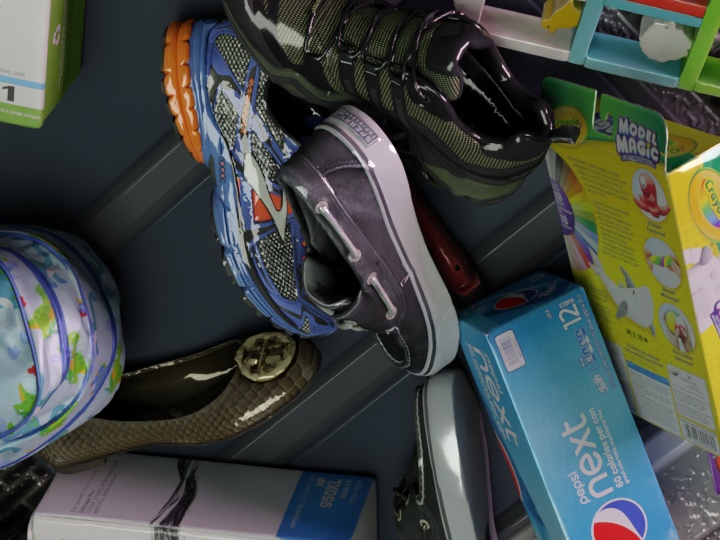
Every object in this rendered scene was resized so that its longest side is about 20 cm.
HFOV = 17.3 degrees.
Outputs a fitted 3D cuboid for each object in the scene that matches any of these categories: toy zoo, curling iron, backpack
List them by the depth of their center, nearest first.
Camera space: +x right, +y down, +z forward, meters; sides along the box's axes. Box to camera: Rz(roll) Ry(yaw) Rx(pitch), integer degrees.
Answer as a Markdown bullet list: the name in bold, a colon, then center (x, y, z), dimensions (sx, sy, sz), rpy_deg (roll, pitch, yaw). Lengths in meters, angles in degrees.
- **toy zoo**: center (0.125, -0.147, 1.210), dimensions (0.198, 0.021, 0.131), rpy_deg (13, 151, 0)
- **curling iron**: center (0.063, -0.002, 1.343), dimensions (0.049, 0.026, 0.201), rpy_deg (-18, 113, 18)
- **backpack**: center (-0.234, 0.049, 1.375), dimensions (0.198, 0.154, 0.164), rpy_deg (-12, 83, 4)

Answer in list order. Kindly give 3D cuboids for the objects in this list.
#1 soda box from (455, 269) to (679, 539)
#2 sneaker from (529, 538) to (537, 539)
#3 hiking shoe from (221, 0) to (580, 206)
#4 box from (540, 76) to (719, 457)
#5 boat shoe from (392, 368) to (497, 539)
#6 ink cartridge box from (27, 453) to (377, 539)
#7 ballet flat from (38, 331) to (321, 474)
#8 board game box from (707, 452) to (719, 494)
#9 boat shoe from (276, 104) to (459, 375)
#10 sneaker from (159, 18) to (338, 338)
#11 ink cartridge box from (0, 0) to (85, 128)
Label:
- **soda box**: center (0.121, 0.106, 1.332), dimensions (0.064, 0.068, 0.201), rpy_deg (-24, 104, -12)
- **sneaker**: center (0.151, 0.263, 1.438), dimensions (0.117, 0.074, 0.202), rpy_deg (8, 117, 15)
- **hiking shoe**: center (0.023, -0.118, 1.242), dimensions (0.199, 0.076, 0.101), rpy_deg (32, 152, -12)
- **box**: center (0.158, -0.009, 1.271), dimensions (0.048, 0.117, 0.201), rpy_deg (-29, 119, -22)
- **boat shoe**: center (0.048, 0.149, 1.406), dimensions (0.056, 0.069, 0.201), rpy_deg (-2, 120, 14)
- **ink cartridge box**: center (-0.093, 0.197, 1.451), dimensions (0.198, 0.084, 0.146), rpy_deg (5, 119, 10)
- **ballet flat**: center (-0.115, 0.073, 1.402), dimensions (0.199, 0.068, 0.046), rpy_deg (-17, 123, 27)
- **board game box**: center (0.241, 0.031, 1.323), dimensions (0.119, 0.032, 0.201), rpy_deg (-5, 117, 20)
- **boat shoe**: center (0.000, 0.000, 1.287), dimensions (0.072, 0.068, 0.201), rpy_deg (38, 159, 34)
- **sneaker**: center (-0.046, -0.051, 1.315), dimensions (0.078, 0.075, 0.201), rpy_deg (-14, 116, 15)
- **ink cartridge box**: center (-0.224, -0.194, 1.271), dimensions (0.147, 0.076, 0.201), rpy_deg (12, 121, 6)
